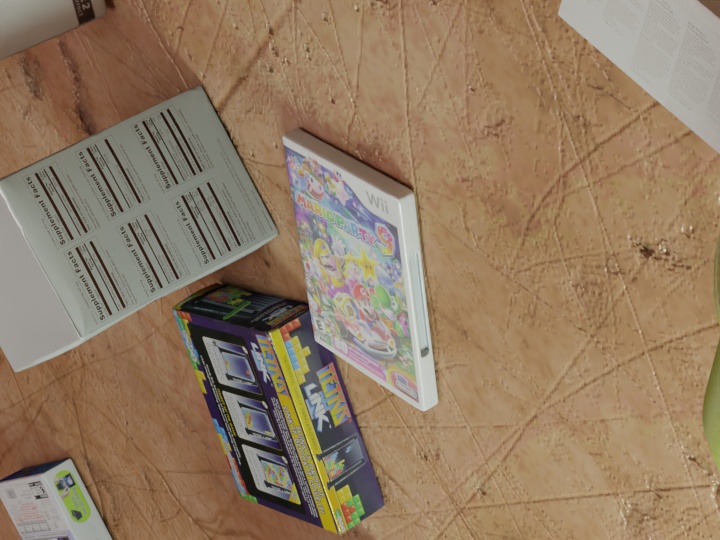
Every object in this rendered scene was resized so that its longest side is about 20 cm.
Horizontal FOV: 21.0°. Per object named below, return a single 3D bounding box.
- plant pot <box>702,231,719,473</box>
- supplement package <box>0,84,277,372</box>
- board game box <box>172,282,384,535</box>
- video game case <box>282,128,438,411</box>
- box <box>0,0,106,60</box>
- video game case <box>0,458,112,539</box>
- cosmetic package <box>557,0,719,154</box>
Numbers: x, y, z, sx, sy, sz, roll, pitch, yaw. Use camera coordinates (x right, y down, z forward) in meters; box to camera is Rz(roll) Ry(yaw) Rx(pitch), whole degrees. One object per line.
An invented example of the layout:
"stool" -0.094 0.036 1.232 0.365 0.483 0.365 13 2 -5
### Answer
"plant pot" 0.258 0.049 0.989 0.200 0.200 0.184 51 162 17
"supplement package" -0.216 -0.033 1.643 0.147 0.200 0.191 62 152 -3
"board game box" -0.073 0.118 1.701 0.165 0.057 0.200 11 124 53
"video game case" 0.000 0.000 1.514 0.143 0.018 0.200 31 140 43
"box" -0.345 -0.281 1.626 0.131 0.200 0.199 24 135 49
"video game case" -0.360 0.324 2.364 0.200 0.045 0.181 -19 98 62
"cosmetic package" 0.198 -0.119 1.050 0.200 0.051 0.083 46 150 25
